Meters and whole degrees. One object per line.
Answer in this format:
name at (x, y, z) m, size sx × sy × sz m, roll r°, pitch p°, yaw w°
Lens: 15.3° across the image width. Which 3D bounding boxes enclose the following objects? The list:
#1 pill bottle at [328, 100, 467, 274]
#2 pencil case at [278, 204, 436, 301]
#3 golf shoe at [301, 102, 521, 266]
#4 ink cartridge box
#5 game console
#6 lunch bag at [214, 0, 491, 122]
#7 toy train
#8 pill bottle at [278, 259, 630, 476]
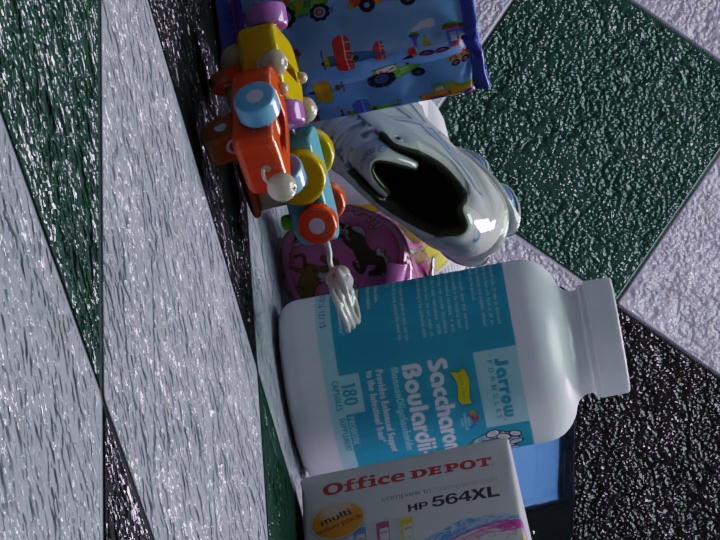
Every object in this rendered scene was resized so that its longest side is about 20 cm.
pill bottle at (0.012, -0.062, 1.899) m, size 0.200 × 0.114 × 0.115 m, roll 76°, pitch 6°, yaw -47°
pencil case at (0.000, 0.000, 1.739) m, size 0.200 × 0.086 × 0.083 m, roll 9°, pitch 57°, yaw -83°
golf shoe at (0.010, -0.081, 1.660) m, size 0.200 × 0.078 × 0.097 m, roll 36°, pitch 9°, yaw 13°
ink cartridge box at (0.039, 0.198, 1.514) m, size 0.200 × 0.128 × 0.126 m, roll -96°, pitch 174°, yaw -53°
game console at (0.093, 0.130, 1.785) m, size 0.118 × 0.170 × 0.201 m, roll 34°, pitch -51°, yaw 57°
lunch bag at (-0.014, -0.201, 1.613) m, size 0.094 × 0.150 × 0.201 m, roll 69°, pitch 12°, yaw -70°
toy train at (-0.050, -0.055, 1.454) m, size 0.200 × 0.055 × 0.151 m, roll 70°, pitch 12°, yaw -52°
pill bottle at (0.057, 0.056, 1.598) m, size 0.111 × 0.199 × 0.111 m, roll -11°, pitch 90°, yaw -86°
